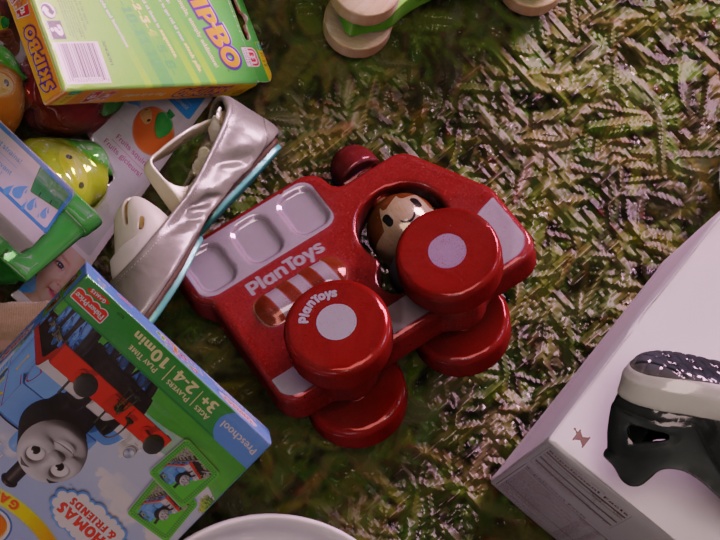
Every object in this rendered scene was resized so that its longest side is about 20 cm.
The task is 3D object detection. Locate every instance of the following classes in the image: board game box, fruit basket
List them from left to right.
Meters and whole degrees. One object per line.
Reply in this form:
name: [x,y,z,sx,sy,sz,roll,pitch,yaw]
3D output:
fruit basket: [-0.201,-0.098,1.394,0.185,0.094,0.200,46,69,-24]
board game box: [-0.175,0.120,1.312,0.151,0.037,0.200,43,95,-14]
board game box: [-0.139,-0.156,1.415,0.200,0.030,0.096,-10,76,-50]

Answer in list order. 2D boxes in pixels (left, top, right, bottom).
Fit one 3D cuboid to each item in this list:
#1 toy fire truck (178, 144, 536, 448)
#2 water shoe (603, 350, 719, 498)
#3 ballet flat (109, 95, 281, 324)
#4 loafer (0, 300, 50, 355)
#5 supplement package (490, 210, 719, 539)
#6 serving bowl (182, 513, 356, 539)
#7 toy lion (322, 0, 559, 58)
toy fire truck: [0.000,0.000,1.417,0.200,0.112,0.168,-33,62,-10]
water shoe: [0.231,0.102,1.242,0.199,0.072,0.079,15,104,-6]
ballet flat: [-0.120,-0.034,1.397,0.064,0.067,0.200,39,53,-7]
loafer: [-0.253,0.056,1.376,0.199,0.076,0.068,2,35,14]
supplement package: [0.206,0.091,1.368,0.147,0.200,0.191,39,77,3]
serving bowl: [-0.061,0.250,1.363,0.199,0.066,0.201,1,83,-13]
toy lion: [0.026,-0.251,1.496,0.199,0.069,0.193,-14,72,-10]
